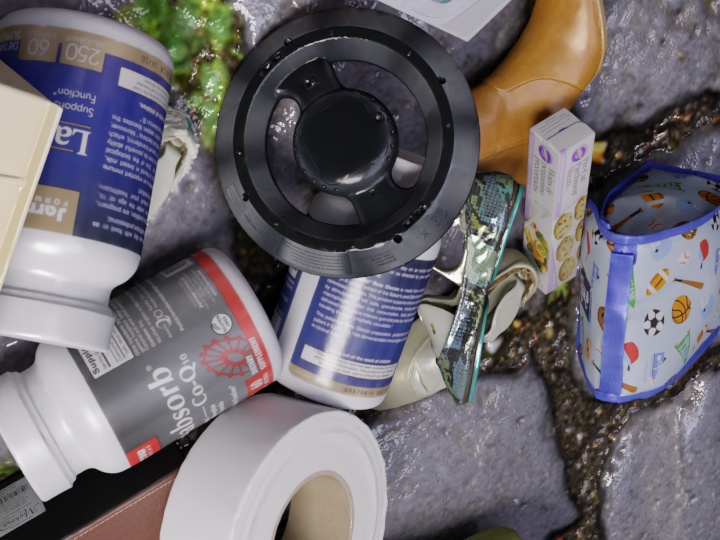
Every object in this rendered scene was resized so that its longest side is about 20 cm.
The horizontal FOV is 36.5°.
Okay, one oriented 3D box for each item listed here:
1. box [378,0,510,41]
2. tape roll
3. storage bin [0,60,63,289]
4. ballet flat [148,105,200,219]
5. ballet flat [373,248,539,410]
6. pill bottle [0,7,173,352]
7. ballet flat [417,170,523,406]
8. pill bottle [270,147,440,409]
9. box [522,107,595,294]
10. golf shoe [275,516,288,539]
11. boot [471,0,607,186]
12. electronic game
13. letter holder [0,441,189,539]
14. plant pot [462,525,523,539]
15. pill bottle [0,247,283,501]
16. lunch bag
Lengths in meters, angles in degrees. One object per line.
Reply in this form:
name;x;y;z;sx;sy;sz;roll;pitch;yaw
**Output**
box;0.016;-0.276;0.704;0.176;0.201;0.097;13;141;-35
tape roll;-0.062;0.201;0.855;0.202;0.070;0.204;-16;110;-52
storage bin;-0.276;-0.046;0.634;0.093;0.200;0.200;15;103;-40
ballet flat;-0.186;-0.034;0.780;0.072;0.072;0.200;37;90;-37
ballet flat;0.087;0.060;0.990;0.200;0.069;0.070;-46;127;-6
pill bottle;-0.191;-0.054;0.699;0.115;0.115;0.202;13;81;-35
ballet flat;0.082;0.013;0.919;0.074;0.074;0.202;6;100;-33
pill bottle;0.000;0.000;0.881;0.110;0.111;0.201;11;105;-34
box;0.171;-0.055;0.961;0.041;0.039;0.201;-32;147;-17
golf shoe;-0.115;0.279;0.947;0.199;0.094;0.078;-19;122;-22
boot;0.129;-0.157;0.916;0.143;0.071;0.202;-19;124;-24
electronic game;-0.011;-0.094;0.808;0.201;0.199;0.042;-56;172;2
letter holder;-0.215;0.226;0.859;0.199;0.100;0.143;-30;126;-17
plant pot;0.099;0.350;1.067;0.184;0.200;0.202;-25;123;-34
pill bottle;-0.167;0.077;0.810;0.199;0.116;0.116;-30;124;-17
lunch bag;0.266;0.008;1.016;0.200;0.123;0.171;-35;131;-50
